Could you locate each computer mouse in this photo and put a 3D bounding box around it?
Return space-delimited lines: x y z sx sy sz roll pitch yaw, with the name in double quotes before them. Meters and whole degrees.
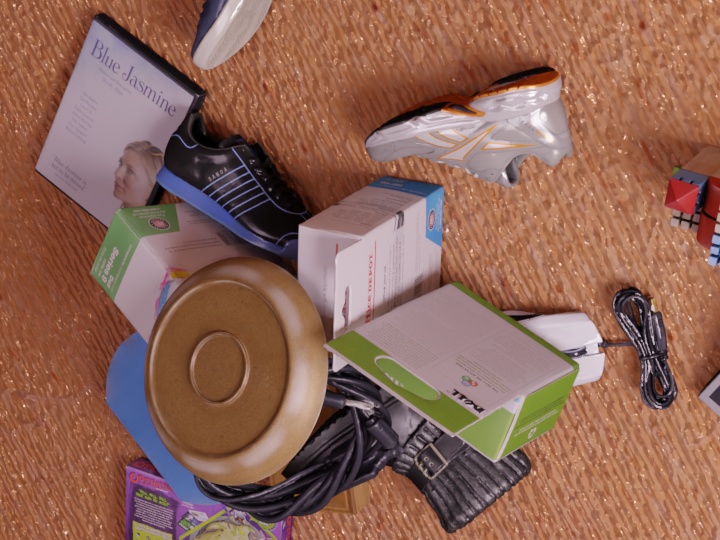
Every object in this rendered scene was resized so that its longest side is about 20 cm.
"computer mouse" 0.182 0.075 1.510 0.199 0.044 0.110 -6 106 32

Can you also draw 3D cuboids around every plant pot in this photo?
"plant pot" -0.117 0.086 1.457 0.199 0.027 0.201 -5 81 32

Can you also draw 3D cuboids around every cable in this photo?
"cable" -0.070 0.154 1.511 0.199 0.051 0.163 -22 128 17

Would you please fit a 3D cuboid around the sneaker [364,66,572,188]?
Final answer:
"sneaker" 0.095 -0.110 1.476 0.199 0.076 0.092 -11 106 35

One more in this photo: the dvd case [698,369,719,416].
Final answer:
"dvd case" 0.374 0.106 1.367 0.150 0.025 0.200 42 150 11

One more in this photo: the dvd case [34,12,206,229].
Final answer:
"dvd case" -0.247 -0.140 1.699 0.143 0.018 0.200 38 123 14

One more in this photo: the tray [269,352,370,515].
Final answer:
"tray" -0.054 0.144 1.681 0.098 0.037 0.201 2 110 30

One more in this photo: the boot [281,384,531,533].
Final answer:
"boot" 0.041 0.188 1.591 0.211 0.079 0.158 -36 90 21

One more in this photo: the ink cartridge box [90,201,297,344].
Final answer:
"ink cartridge box" -0.138 0.029 1.589 0.200 0.145 0.088 45 123 29

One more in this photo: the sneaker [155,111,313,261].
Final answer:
"sneaker" -0.103 -0.079 1.606 0.199 0.070 0.078 29 109 12

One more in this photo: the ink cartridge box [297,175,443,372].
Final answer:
"ink cartridge box" 0.000 0.000 1.494 0.068 0.200 0.117 12 114 26

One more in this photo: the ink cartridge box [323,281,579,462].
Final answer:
"ink cartridge box" 0.070 0.098 1.437 0.148 0.200 0.076 34 123 26

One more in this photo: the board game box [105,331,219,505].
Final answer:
"board game box" -0.174 0.144 1.750 0.200 0.039 0.158 51 125 4

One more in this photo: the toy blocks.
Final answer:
"toy blocks" 0.321 -0.040 1.326 0.199 0.137 0.100 19 117 24

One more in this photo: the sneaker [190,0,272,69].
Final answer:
"sneaker" -0.120 -0.284 1.539 0.084 0.075 0.200 35 112 13

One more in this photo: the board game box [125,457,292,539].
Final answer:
"board game box" -0.166 0.286 1.807 0.199 0.032 0.121 16 120 24
